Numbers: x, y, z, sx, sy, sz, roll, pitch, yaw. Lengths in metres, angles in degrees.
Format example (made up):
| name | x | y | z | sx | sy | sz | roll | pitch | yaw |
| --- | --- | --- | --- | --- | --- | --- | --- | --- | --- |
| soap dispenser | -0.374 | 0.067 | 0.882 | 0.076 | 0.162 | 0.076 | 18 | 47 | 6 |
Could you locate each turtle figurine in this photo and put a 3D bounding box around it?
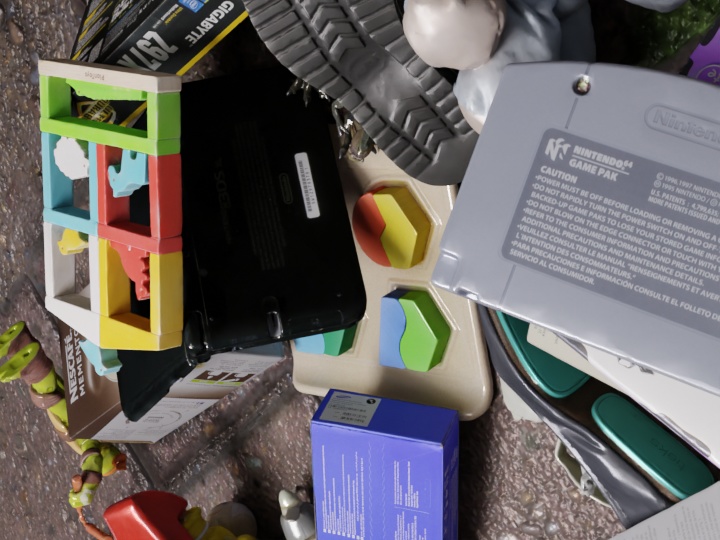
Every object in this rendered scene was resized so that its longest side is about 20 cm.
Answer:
| name | x | y | z | sx | sy | sz | roll | pitch | yaw |
| --- | --- | --- | --- | --- | --- | --- | --- | --- | --- |
| turtle figurine | -0.240 | 0.125 | 1.166 | 0.162 | 0.064 | 0.200 | 58 | -177 | -31 |

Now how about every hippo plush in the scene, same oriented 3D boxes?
| name | x | y | z | sx | sy | sz | roll | pitch | yaw |
| --- | --- | --- | --- | --- | --- | --- | --- | --- | --- |
| hippo plush | 0.123 | -0.169 | 0.745 | 0.160 | 0.159 | 0.201 | -23 | 48 | 28 |

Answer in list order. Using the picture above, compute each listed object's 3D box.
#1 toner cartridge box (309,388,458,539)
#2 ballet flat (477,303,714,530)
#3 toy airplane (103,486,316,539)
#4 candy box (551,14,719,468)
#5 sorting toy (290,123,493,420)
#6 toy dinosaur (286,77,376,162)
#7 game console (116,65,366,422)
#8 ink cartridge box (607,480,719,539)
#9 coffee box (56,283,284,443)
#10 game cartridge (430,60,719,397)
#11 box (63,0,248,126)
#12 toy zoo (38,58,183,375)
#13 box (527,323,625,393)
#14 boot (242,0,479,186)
| name | x | y | z | sx | sy | sz | roll | pitch | yaw |
| --- | --- | --- | --- | --- | --- | --- | --- | --- | --- |
| toner cartridge box | 0.019 | 0.182 | 0.985 | 0.095 | 0.043 | 0.201 | 9 | 122 | 17 |
| ballet flat | 0.129 | 0.086 | 0.865 | 0.200 | 0.073 | 0.073 | 48 | 133 | 15 |
| toy airplane | -0.102 | 0.250 | 1.118 | 0.199 | 0.141 | 0.200 | 8 | 130 | 2 |
| candy box | 0.204 | -0.011 | 0.688 | 0.168 | 0.071 | 0.200 | 40 | 101 | 29 |
| sorting toy | 0.000 | 0.000 | 0.971 | 0.185 | 0.036 | 0.201 | 5 | 110 | 42 |
| toy dinosaur | -0.013 | -0.128 | 0.904 | 0.088 | 0.047 | 0.201 | 105 | 153 | -47 |
| game console | -0.097 | -0.019 | 0.966 | 0.117 | 0.175 | 0.201 | 90 | 168 | -65 |
| ink cartridge box | 0.180 | 0.192 | 0.784 | 0.200 | 0.109 | 0.050 | -34 | 121 | 24 |
| coffee box | -0.151 | 0.049 | 1.078 | 0.200 | 0.079 | 0.115 | -36 | 57 | 44 |
| game cartridge | 0.143 | -0.021 | 0.649 | 0.199 | 0.040 | 0.134 | 22 | 97 | 22 |
| box | -0.125 | -0.196 | 0.935 | 0.049 | 0.160 | 0.200 | 30 | 141 | -26 |
| toy zoo | -0.161 | -0.030 | 0.900 | 0.131 | 0.020 | 0.201 | 14 | 108 | 44 |
| box | 0.196 | 0.038 | 0.781 | 0.200 | 0.068 | 0.082 | 29 | 124 | 31 |
| boot | -0.004 | -0.153 | 0.793 | 0.077 | 0.139 | 0.200 | -28 | 118 | 16 |
